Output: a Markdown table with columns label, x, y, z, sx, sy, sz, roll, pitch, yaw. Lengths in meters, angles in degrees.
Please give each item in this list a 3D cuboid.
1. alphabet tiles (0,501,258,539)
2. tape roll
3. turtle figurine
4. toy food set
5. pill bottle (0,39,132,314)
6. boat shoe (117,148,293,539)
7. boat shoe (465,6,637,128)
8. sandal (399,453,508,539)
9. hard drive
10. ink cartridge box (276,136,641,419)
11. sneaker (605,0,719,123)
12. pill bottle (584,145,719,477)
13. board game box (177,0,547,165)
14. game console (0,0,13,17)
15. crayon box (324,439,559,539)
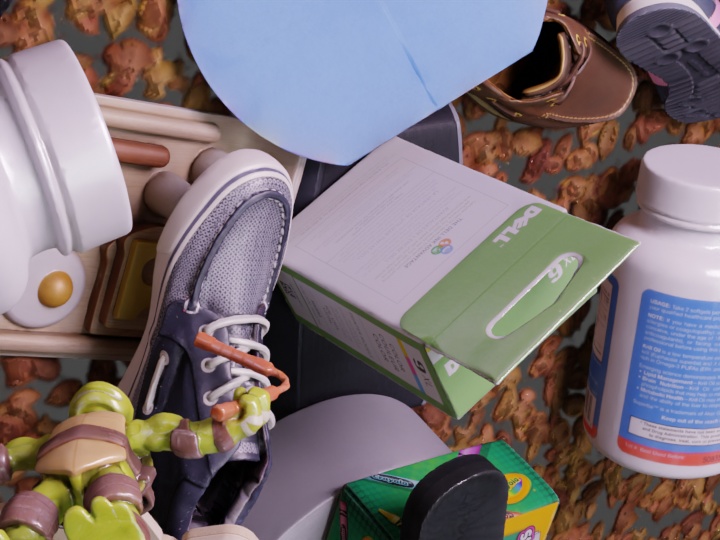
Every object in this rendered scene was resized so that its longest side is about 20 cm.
| label | x | y | z | sx | sy | sz | roll | pitch | yaw |
| --- | --- | --- | --- | --- | --- | --- | --- | --- | --- |
| alphabet tiles | -0.129 | 0.172 | 0.887 | 0.015 | 0.199 | 0.196 | -81 | 152 | -41 |
| tape roll | -0.021 | 0.172 | 1.014 | 0.200 | 0.066 | 0.201 | -26 | 139 | -25 |
| turtle figurine | -0.133 | 0.092 | 0.766 | 0.199 | 0.161 | 0.065 | -2 | 113 | 3 |
| toy food set | -0.125 | -0.012 | 0.868 | 0.199 | 0.060 | 0.144 | 6 | 106 | -42 |
| pill bottle | -0.205 | -0.025 | 0.721 | 0.199 | 0.120 | 0.120 | -21 | 124 | -14 |
| boat shoe | -0.066 | 0.046 | 0.859 | 0.074 | 0.093 | 0.201 | 0 | 122 | -40 |
| boat shoe | 0.100 | -0.120 | 1.002 | 0.199 | 0.067 | 0.072 | 13 | 102 | -44 |
| sandal | 0.053 | 0.184 | 0.904 | 0.075 | 0.048 | 0.201 | -26 | 137 | -23 |
| hard drive | 0.000 | 0.000 | 0.993 | 0.134 | 0.042 | 0.201 | -12 | 118 | -37 |
| ink cartridge box | 0.048 | 0.007 | 0.868 | 0.104 | 0.200 | 0.059 | -41 | 128 | -18 |
| sneaker | 0.204 | -0.157 | 1.078 | 0.070 | 0.082 | 0.200 | -18 | 158 | 18 |
| pill bottle | 0.214 | 0.025 | 1.130 | 0.112 | 0.112 | 0.201 | -13 | 120 | -36 |
| board game box | 0.001 | -0.155 | 0.902 | 0.199 | 0.039 | 0.158 | -32 | 108 | -3 |
| game console | -0.205 | -0.194 | 0.740 | 0.176 | 0.116 | 0.200 | 37 | 84 | -14 |
| crayon box | 0.028 | 0.201 | 0.984 | 0.118 | 0.058 | 0.201 | -11 | 130 | -37 |
